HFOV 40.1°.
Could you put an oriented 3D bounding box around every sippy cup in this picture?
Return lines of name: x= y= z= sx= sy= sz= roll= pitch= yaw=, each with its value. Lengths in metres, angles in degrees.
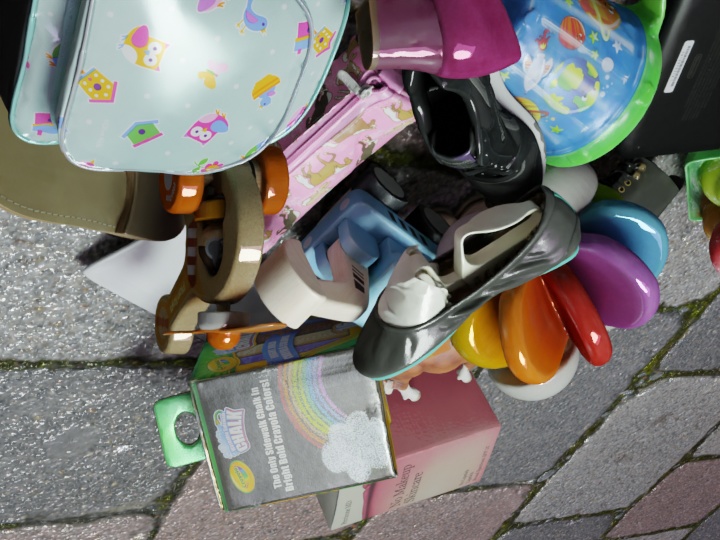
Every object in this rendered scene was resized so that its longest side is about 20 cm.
sippy cup: x=0.135 y=-0.166 z=0.748 sx=0.130 sy=0.139 sz=0.179 roll=24 pitch=86 yaw=-36

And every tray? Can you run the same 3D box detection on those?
tray: x=-0.133 y=0.011 z=0.853 sx=0.107 sy=0.022 sz=0.200 roll=-25 pitch=147 yaw=20

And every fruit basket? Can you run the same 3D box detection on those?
fruit basket: x=0.378 y=-0.049 z=0.968 sx=0.093 sy=0.202 sz=0.185 roll=-13 pitch=152 yaw=14

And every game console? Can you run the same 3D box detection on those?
game console: x=0.294 y=-0.209 z=0.821 sx=0.174 sy=0.117 sz=0.201 roll=-7 pitch=139 yaw=-15

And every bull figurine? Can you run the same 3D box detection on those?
bull figurine: x=0.098 y=0.080 z=1.062 sx=0.198 sy=0.065 sz=0.122 roll=-10 pitch=147 yaw=-13

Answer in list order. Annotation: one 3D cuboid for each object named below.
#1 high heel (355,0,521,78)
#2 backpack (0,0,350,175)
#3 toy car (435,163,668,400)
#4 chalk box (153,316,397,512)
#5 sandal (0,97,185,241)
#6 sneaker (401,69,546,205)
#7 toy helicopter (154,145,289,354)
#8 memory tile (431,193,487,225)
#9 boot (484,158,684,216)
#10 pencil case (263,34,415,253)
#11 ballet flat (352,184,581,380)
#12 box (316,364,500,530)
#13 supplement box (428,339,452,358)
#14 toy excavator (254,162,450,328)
high heel: x=0.042 y=-0.214 z=0.585 sx=0.095 sy=0.202 sz=0.067 roll=-3 pitch=-178 yaw=-15
backpack: x=-0.103 y=-0.151 z=0.585 sx=0.199 sy=0.154 sz=0.177 roll=-7 pitch=135 yaw=-38
toy car: x=0.172 y=0.011 z=0.811 sx=0.200 sy=0.150 sz=0.176 roll=-42 pitch=120 yaw=-18
chalk box: x=-0.077 y=0.121 z=0.865 sx=0.198 sy=0.124 sz=0.126 roll=-11 pitch=103 yaw=2
sandal: x=-0.216 y=-0.066 z=0.678 sx=0.069 sy=0.078 sz=0.211 roll=4 pitch=167 yaw=37
sneaker: x=0.073 y=-0.094 z=0.689 sx=0.075 sy=0.088 sz=0.200 roll=-5 pitch=142 yaw=28
toy helicopter: x=-0.107 y=0.010 z=0.694 sx=0.078 sy=0.133 sz=0.200 roll=-1 pitch=150 yaw=-29
memory tile: x=0.135 y=-0.030 z=0.999 sx=0.198 sy=0.017 sz=0.154 roll=-17 pitch=143 yaw=-14
boot: x=0.217 y=-0.073 z=0.946 sx=0.199 sy=0.077 sz=0.139 roll=26 pitch=103 yaw=-45
pencil case: x=-0.043 y=-0.089 z=0.753 sx=0.200 sy=0.083 sz=0.086 roll=-40 pitch=140 yaw=16
ballet flat: x=0.068 y=0.001 z=0.725 sx=0.199 sy=0.068 sz=0.069 roll=-35 pitch=130 yaw=-1
box: x=0.042 y=0.196 z=1.132 sx=0.198 sy=0.109 sz=0.128 roll=-14 pitch=142 yaw=-19
supplement box: x=-0.014 y=0.072 z=0.969 sx=0.199 sy=0.069 sz=0.067 roll=-22 pitch=144 yaw=-3
toy excavator: x=0.000 y=0.000 z=0.799 sx=0.194 sy=0.201 sz=0.100 roll=35 pitch=114 yaw=-28
